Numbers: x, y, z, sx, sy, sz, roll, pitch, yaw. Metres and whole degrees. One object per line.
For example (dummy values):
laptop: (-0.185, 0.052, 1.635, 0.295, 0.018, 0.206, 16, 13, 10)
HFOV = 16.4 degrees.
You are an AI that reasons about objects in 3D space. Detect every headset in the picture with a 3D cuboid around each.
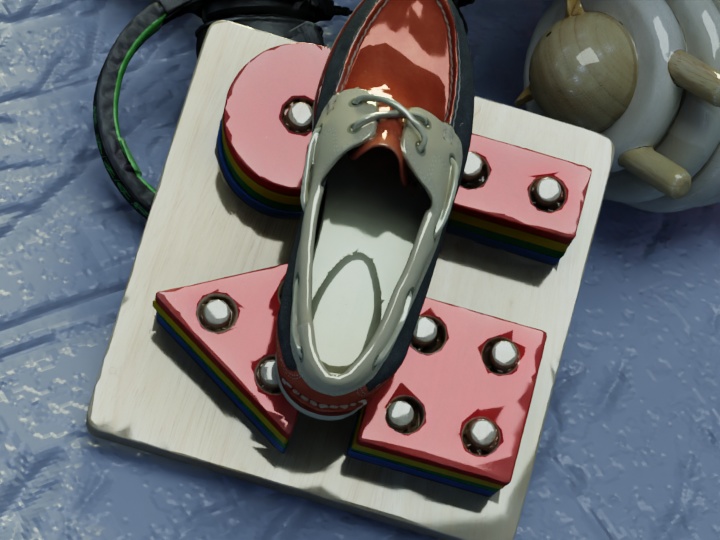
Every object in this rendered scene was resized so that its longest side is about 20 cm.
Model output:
headset: (-0.030, -0.094, 1.194, 0.199, 0.094, 0.124, -28, 88, -15)

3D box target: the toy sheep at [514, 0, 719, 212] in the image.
toy sheep: (0.157, -0.090, 1.239, 0.200, 0.138, 0.138, 8, 44, -46)

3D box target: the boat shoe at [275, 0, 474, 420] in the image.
boat shoe: (0.006, -0.036, 1.054, 0.071, 0.063, 0.201, 14, 74, 0)

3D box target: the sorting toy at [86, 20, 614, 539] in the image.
sorting toy: (0.000, 0.000, 1.112, 0.198, 0.070, 0.201, 17, 75, -2)
